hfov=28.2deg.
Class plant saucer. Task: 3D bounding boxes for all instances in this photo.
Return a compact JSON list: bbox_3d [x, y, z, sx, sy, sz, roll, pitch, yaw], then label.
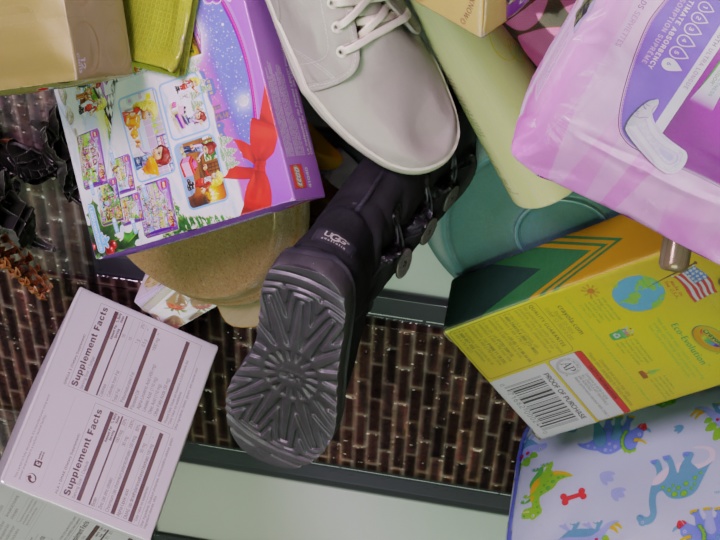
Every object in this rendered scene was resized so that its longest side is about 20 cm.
[{"bbox_3d":[0.131,-0.030,0.921,0.198,0.028,0.201,7,135,7],"label":"plant saucer"}]

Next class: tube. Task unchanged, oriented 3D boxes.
[{"bbox_3d":[0.065,-0.123,0.794,0.201,0.052,0.058,56,166,-29],"label":"tube"}]

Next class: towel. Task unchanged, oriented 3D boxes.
[{"bbox_3d":[-0.175,-0.169,0.791,0.198,0.018,0.087,17,104,24],"label":"towel"}]

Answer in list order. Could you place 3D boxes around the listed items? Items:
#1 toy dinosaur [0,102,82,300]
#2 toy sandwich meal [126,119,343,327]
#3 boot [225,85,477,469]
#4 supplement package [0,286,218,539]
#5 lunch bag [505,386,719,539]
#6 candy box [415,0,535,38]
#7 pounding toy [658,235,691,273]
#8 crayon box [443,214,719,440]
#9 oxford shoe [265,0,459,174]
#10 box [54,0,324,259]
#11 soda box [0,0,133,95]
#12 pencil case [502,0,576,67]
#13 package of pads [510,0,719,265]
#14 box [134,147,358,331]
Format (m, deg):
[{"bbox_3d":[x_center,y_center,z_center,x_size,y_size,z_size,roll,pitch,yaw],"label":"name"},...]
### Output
[{"bbox_3d":[-0.255,-0.065,0.958,0.135,0.103,0.200,4,156,32],"label":"toy dinosaur"},{"bbox_3d":[-0.091,-0.065,0.887,0.204,0.070,0.207,19,125,29],"label":"toy sandwich meal"},{"bbox_3d":[0.000,-0.001,0.838,0.065,0.200,0.166,26,133,6],"label":"boot"},{"bbox_3d":[-0.203,0.135,1.056,0.110,0.157,0.200,24,148,-12],"label":"supplement package"},{"bbox_3d":[0.204,0.169,1.008,0.198,0.162,0.083,-12,131,24],"label":"lunch bag"},{"bbox_3d":[0.020,-0.192,0.652,0.199,0.116,0.057,35,146,31],"label":"candy box"},{"bbox_3d":[0.193,-0.139,0.678,0.141,0.185,0.201,-8,133,22],"label":"pounding toy"},{"bbox_3d":[0.170,0.030,0.917,0.199,0.051,0.127,-21,127,32],"label":"crayon box"},{"bbox_3d":[-0.008,-0.137,0.748,0.201,0.075,0.058,59,157,-13],"label":"oxford shoe"},{"bbox_3d":[-0.108,-0.119,0.796,0.136,0.039,0.202,-14,90,27],"label":"box"},{"bbox_3d":[-0.171,-0.193,0.728,0.063,0.068,0.202,-5,99,18],"label":"soda box"},{"bbox_3d":[0.137,-0.134,0.775,0.094,0.091,0.200,-44,121,1],"label":"pencil case"},{"bbox_3d":[0.155,-0.106,0.564,0.120,0.076,0.201,25,129,-3],"label":"package of pads"},{"bbox_3d":[-0.075,-0.018,0.976,0.199,0.042,0.039,-28,124,36],"label":"box"}]
